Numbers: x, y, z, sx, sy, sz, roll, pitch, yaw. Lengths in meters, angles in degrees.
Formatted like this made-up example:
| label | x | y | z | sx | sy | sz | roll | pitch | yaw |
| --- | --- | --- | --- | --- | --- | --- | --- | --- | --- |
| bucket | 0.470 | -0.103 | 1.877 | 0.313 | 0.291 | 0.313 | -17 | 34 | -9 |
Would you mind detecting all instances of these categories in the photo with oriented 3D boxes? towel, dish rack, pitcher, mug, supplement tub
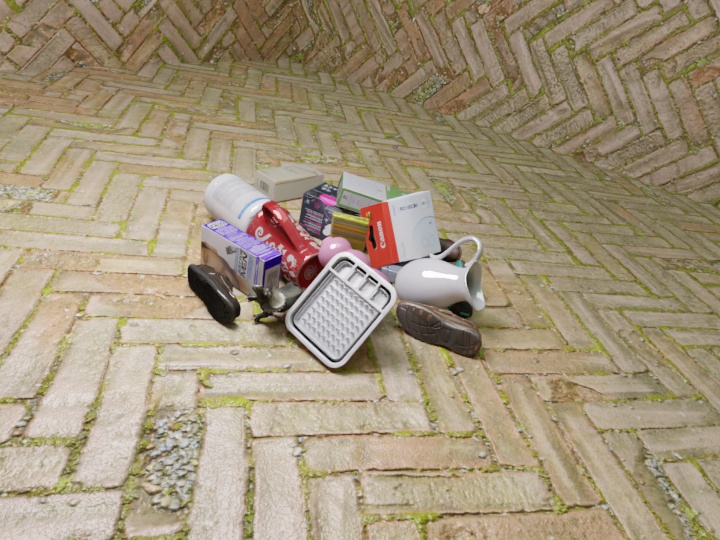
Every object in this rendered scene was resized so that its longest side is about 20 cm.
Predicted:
| label | x | y | z | sx | sy | sz | roll | pitch | yaw |
| --- | --- | --- | --- | --- | --- | --- | --- | --- | --- |
| towel | -0.034 | -0.053 | 1.347 | 0.085 | 0.201 | 0.018 | 15 | 47 | 3 |
| dish rack | -0.037 | 0.080 | 1.148 | 0.171 | 0.200 | 0.044 | 38 | -6 | 26 |
| pitcher | 0.187 | 0.008 | 1.318 | 0.199 | 0.173 | 0.121 | -2 | -20 | 38 |
| mug | -0.175 | -0.054 | 1.343 | 0.200 | 0.134 | 0.177 | 42 | 1 | 35 |
| supplement tub | -0.304 | -0.156 | 1.490 | 0.131 | 0.133 | 0.200 | -15 | 40 | -41 |

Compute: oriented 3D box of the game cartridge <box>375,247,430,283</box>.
| label | x | y | z | sx | sy | sz | roll | pitch | yaw |
| --- | --- | --- | --- | --- | --- | --- | --- | --- | --- |
| game cartridge | 0.129 | -0.004 | 1.491 | 0.198 | 0.041 | 0.133 | 12 | 25 | 0 |

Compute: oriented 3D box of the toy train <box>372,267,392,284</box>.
| label | x | y | z | sx | sy | sz | roll | pitch | yaw |
| --- | --- | --- | --- | --- | --- | --- | --- | --- | --- |
| toy train | 0.000 | 0.000 | 1.343 | 0.200 | 0.046 | 0.034 | 39 | 13 | -20 |

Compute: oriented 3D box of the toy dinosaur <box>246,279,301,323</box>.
| label | x | y | z | sx | sy | sz | roll | pitch | yaw |
| --- | --- | --- | --- | --- | --- | --- | --- | --- | --- |
| toy dinosaur | -0.167 | 0.062 | 1.188 | 0.102 | 0.078 | 0.200 | -10 | -3 | 28 |

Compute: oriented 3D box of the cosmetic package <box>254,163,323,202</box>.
| label | x | y | z | sx | sy | sz | roll | pitch | yaw |
| --- | --- | --- | --- | --- | --- | --- | --- | --- | --- |
| cosmetic package | -0.223 | -0.277 | 1.800 | 0.103 | 0.074 | 0.199 | 32 | 35 | 32 |

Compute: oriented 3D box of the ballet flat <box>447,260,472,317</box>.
| label | x | y | z | sx | sy | sz | roll | pitch | yaw |
| --- | --- | --- | --- | --- | --- | --- | --- | --- | --- |
| ballet flat | 0.258 | 0.052 | 1.421 | 0.068 | 0.068 | 0.201 | 23 | 39 | -1 |

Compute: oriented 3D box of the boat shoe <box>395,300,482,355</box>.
| label | x | y | z | sx | sy | sz | roll | pitch | yaw |
| --- | --- | --- | --- | --- | --- | --- | --- | --- | --- |
| boat shoe | 0.172 | 0.119 | 1.258 | 0.199 | 0.076 | 0.072 | 27 | 27 | 7 |

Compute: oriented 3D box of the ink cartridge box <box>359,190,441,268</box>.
| label | x | y | z | sx | sy | sz | roll | pitch | yaw |
| --- | --- | --- | --- | --- | --- | --- | --- | --- | --- |
| ink cartridge box | 0.104 | -0.102 | 1.437 | 0.199 | 0.162 | 0.047 | -18 | 13 | -31 |

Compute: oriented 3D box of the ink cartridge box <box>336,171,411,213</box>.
| label | x | y | z | sx | sy | sz | roll | pitch | yaw |
| --- | --- | --- | --- | --- | --- | --- | --- | --- | --- |
| ink cartridge box | 0.037 | -0.189 | 1.522 | 0.198 | 0.060 | 0.104 | 16 | 31 | -10 |

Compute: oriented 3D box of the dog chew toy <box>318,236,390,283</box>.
| label | x | y | z | sx | sy | sz | roll | pitch | yaw |
| --- | --- | --- | --- | --- | --- | --- | --- | --- | --- |
| dog chew toy | -0.019 | 0.013 | 1.253 | 0.201 | 0.124 | 0.124 | 55 | 39 | 5 |

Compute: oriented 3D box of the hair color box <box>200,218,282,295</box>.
| label | x | y | z | sx | sy | sz | roll | pitch | yaw |
| --- | --- | --- | --- | --- | --- | --- | --- | --- | --- |
| hair color box | -0.271 | -0.024 | 1.289 | 0.199 | 0.110 | 0.065 | 28 | 34 | 28 |

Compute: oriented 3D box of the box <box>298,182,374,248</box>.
| label | x | y | z | sx | sy | sz | roll | pitch | yaw |
| --- | --- | --- | --- | --- | --- | --- | --- | --- | --- |
| box | -0.053 | -0.147 | 1.591 | 0.199 | 0.116 | 0.132 | 24 | 29 | 16 |

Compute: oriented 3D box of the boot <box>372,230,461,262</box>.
| label | x | y | z | sx | sy | sz | roll | pitch | yaw |
| --- | --- | --- | --- | --- | --- | --- | --- | --- | --- |
| boot | 0.150 | -0.073 | 1.547 | 0.199 | 0.065 | 0.186 | 7 | 10 | -45 |

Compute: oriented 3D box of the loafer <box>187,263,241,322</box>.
| label | x | y | z | sx | sy | sz | roll | pitch | yaw |
| --- | --- | --- | --- | --- | --- | --- | --- | --- | --- |
| loafer | -0.297 | 0.036 | 1.206 | 0.071 | 0.074 | 0.200 | -13 | 38 | -36 |
